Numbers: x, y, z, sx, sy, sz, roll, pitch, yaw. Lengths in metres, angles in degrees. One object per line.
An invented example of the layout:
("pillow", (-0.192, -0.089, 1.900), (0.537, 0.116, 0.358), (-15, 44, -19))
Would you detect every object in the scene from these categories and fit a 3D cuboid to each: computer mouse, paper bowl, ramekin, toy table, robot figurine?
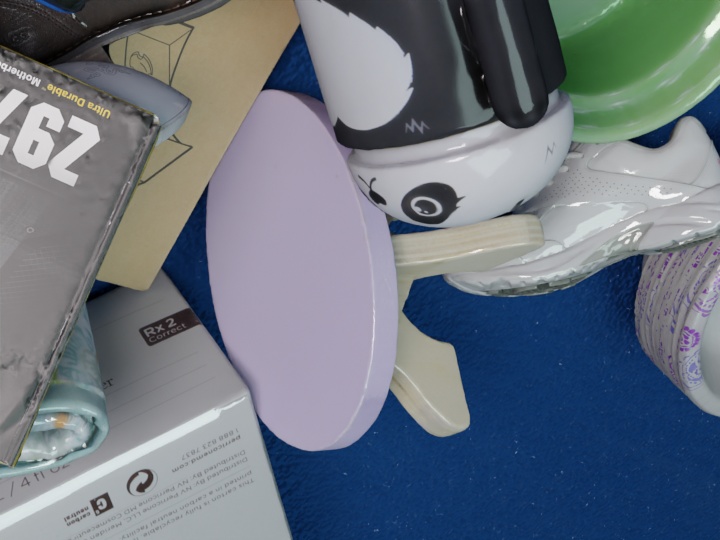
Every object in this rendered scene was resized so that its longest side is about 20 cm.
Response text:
("computer mouse", (-0.175, -0.061, 0.767), (0.199, 0.110, 0.044), (-16, 110, 12))
("paper bowl", (0.282, -0.002, 1.180), (0.200, 0.104, 0.201), (-19, 132, -22))
("ramekin", (0.139, -0.182, 0.945), (0.199, 0.098, 0.201), (-19, 132, -22))
("toy table", (0.000, 0.000, 0.941), (0.117, 0.183, 0.201), (3, 81, -46))
("robot figurine", (0.032, -0.120, 0.823), (0.124, 0.150, 0.201), (-12, 107, 17))

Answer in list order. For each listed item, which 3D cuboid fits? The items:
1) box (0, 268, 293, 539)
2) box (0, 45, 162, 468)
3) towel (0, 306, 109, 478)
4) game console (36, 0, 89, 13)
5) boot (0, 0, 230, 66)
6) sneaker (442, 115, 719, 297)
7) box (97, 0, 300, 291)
("box", (-0.156, 0.142, 0.970), (0.198, 0.131, 0.200), (-27, 134, -15))
("box", (-0.203, -0.030, 0.685), (0.199, 0.049, 0.160), (24, 87, -10))
("towel", (-0.229, 0.030, 0.782), (0.199, 0.171, 0.048), (-5, 132, -16))
("game console", (-0.155, -0.216, 0.604), (0.118, 0.171, 0.200), (-38, 153, 18))
("boot", (-0.138, -0.183, 0.754), (0.200, 0.069, 0.174), (-35, 123, 5))
("sneaker", (0.143, -0.044, 1.082), (0.199, 0.100, 0.078), (-17, 172, 3))
("box", (-0.135, -0.091, 0.880), (0.163, 0.021, 0.200), (17, 111, -40))
